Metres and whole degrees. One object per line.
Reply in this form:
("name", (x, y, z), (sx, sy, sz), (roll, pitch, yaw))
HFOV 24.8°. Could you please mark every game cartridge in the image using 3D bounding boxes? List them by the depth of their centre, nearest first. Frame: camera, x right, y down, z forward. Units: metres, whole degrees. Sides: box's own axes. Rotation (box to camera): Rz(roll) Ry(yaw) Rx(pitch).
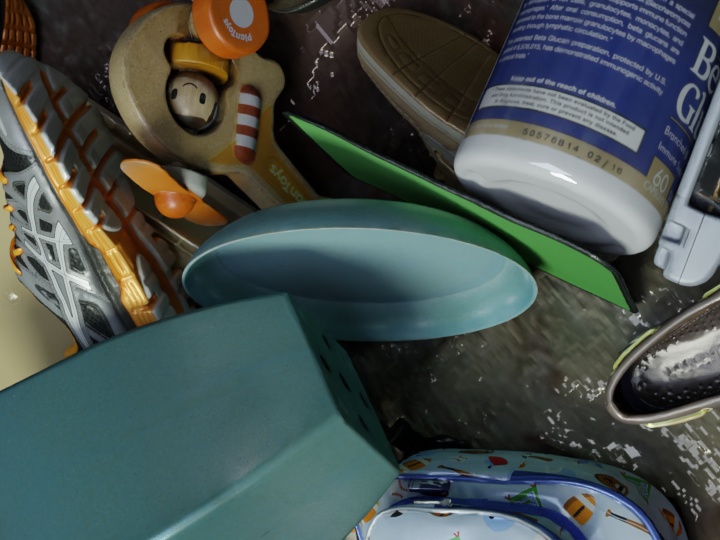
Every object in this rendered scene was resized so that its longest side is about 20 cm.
("game cartridge", (0.204, -0.097, 0.838), (0.041, 0.133, 0.200), (23, 107, 16))

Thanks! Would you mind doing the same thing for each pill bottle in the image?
("pill bottle", (0.134, -0.119, 0.844), (0.111, 0.111, 0.200), (20, 78, 19))

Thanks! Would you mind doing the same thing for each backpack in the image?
("backpack", (0.094, 0.190, 0.942), (0.190, 0.154, 0.200), (-4, 96, 14))

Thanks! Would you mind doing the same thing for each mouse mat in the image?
("mouse mat", (0.059, -0.031, 0.905), (0.200, 0.161, 0.008), (28, 87, 16))

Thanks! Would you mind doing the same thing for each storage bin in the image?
("storage bin", (-0.205, 0.000, 1.024), (0.198, 0.094, 0.200), (34, 113, -8))

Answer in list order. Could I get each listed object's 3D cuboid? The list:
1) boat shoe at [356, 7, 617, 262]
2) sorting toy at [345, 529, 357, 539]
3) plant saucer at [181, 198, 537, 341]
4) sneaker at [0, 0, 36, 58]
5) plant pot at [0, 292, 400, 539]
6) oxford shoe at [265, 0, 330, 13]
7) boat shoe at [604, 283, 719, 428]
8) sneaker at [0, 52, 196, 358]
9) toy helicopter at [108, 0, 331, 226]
("boat shoe", (0.072, -0.069, 0.936), (0.200, 0.074, 0.069), (41, 142, 13))
("sorting toy", (-0.055, 0.204, 1.047), (0.200, 0.107, 0.180), (-20, 111, 26))
("plant saucer", (0.000, 0.000, 0.927), (0.200, 0.200, 0.027), (-7, 69, 24))
("sneaker", (-0.290, -0.108, 1.088), (0.092, 0.076, 0.200), (37, 105, 32))
("plant pot", (-0.092, 0.110, 0.907), (0.200, 0.141, 0.141), (-31, 56, 7))
("oxford shoe", (0.004, -0.211, 0.931), (0.200, 0.084, 0.073), (-38, 83, 24))
("boat shoe", (0.223, 0.030, 0.896), (0.200, 0.060, 0.072), (-29, 88, 26))
("sneaker", (-0.166, -0.026, 0.917), (0.077, 0.078, 0.200), (-17, 111, 19))
("toy helicopter", (-0.072, -0.064, 0.957), (0.079, 0.132, 0.200), (-11, 131, 43))
